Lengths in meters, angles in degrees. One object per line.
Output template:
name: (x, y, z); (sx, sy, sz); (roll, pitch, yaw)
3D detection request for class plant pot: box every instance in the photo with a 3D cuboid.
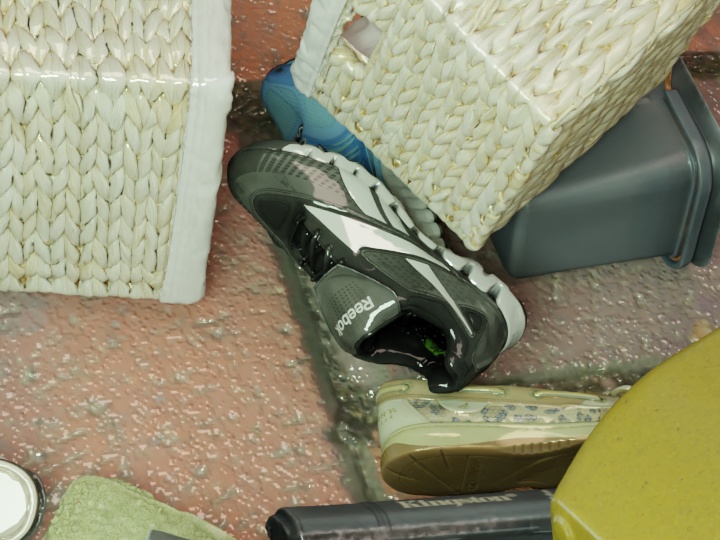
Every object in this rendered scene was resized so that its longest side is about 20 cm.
plant pot: (0.213, 0.156, 1.142); (0.199, 0.195, 0.195); (-21, 33, -21)

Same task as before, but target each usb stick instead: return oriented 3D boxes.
usb stick: (0.046, 0.144, 1.222); (0.199, 0.055, 0.033); (-2, 91, -18)

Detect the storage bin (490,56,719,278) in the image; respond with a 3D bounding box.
storage bin: (0.134, -0.095, 1.397); (0.133, 0.146, 0.201); (-14, 56, -14)

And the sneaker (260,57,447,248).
sneaker: (-0.021, -0.054, 1.350); (0.089, 0.079, 0.201); (-16, 55, -19)

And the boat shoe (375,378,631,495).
boat shoe: (0.108, 0.091, 1.269); (0.199, 0.073, 0.063); (2, 53, -14)

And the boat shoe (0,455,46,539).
boat shoe: (-0.266, 0.111, 1.165); (0.199, 0.057, 0.067); (13, 84, 0)

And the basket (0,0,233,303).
basket: (-0.163, -0.113, 1.273); (0.160, 0.201, 0.199); (1, 51, -8)

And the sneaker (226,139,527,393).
sneaker: (0.000, 0.000, 1.248); (0.200, 0.067, 0.091); (36, 41, 0)

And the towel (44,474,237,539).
towel: (-0.094, 0.201, 1.144); (0.199, 0.037, 0.149); (27, 50, 5)

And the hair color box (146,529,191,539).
hair color box: (-0.072, 0.224, 0.970); (0.098, 0.061, 0.201); (15, 50, -4)

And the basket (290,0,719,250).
basket: (0.092, -0.152, 1.231); (0.161, 0.198, 0.200); (45, 67, 7)
